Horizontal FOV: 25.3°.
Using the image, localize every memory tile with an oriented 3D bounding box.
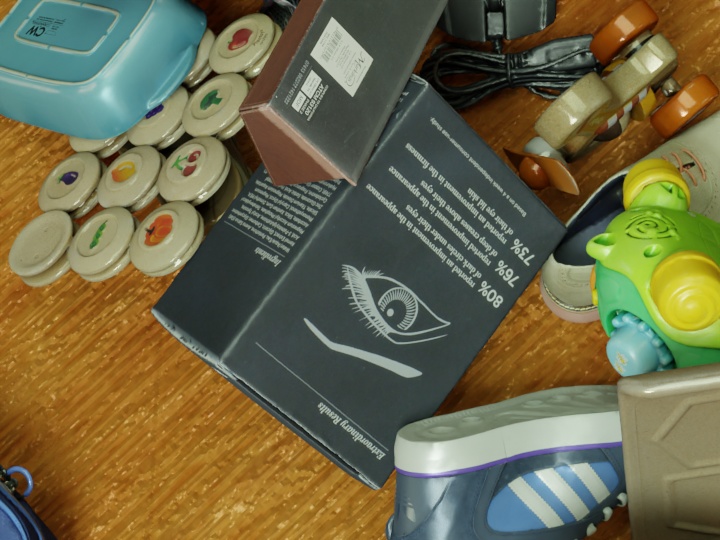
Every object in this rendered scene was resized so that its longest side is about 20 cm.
[{"bbox_3d":[-0.137,-0.079,1.017,0.152,0.017,0.202,-4,54,35],"label":"memory tile"}]

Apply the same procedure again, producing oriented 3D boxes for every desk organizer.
[{"bbox_3d":[-0.007,-0.148,0.908,0.077,0.072,0.201,-2,55,51],"label":"desk organizer"}]

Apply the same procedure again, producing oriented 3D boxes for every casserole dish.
[{"bbox_3d":[-0.188,-0.153,1.079,0.199,0.039,0.122,18,66,45],"label":"casserole dish"}]

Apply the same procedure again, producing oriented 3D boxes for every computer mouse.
[{"bbox_3d":[0.098,-0.213,1.090,0.137,0.053,0.202,-8,68,8],"label":"computer mouse"}]

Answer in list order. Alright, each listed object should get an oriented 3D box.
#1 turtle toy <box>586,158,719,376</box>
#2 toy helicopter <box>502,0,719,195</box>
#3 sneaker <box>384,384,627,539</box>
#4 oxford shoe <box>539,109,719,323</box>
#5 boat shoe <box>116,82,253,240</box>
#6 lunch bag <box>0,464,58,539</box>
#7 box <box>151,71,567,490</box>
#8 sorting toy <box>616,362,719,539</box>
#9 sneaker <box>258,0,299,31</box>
[{"bbox_3d":[0.210,0.033,0.921,0.199,0.146,0.102,27,117,-14],"label":"turtle toy"},{"bbox_3d":[0.135,-0.093,0.966,0.132,0.200,0.079,-41,83,19],"label":"toy helicopter"},{"bbox_3d":[0.111,0.153,0.946,0.198,0.080,0.148,-8,99,-22],"label":"sneaker"},{"bbox_3d":[0.196,-0.045,0.996,0.200,0.074,0.071,-41,68,-7],"label":"oxford shoe"},{"bbox_3d":[-0.116,-0.080,1.071,0.072,0.065,0.200,-39,49,4],"label":"boat shoe"},{"bbox_3d":[-0.266,0.195,0.952,0.135,0.132,0.200,37,80,20],"label":"lunch bag"},{"bbox_3d":[0.000,0.000,0.949,0.201,0.148,0.104,-52,33,-6],"label":"box"},{"bbox_3d":[0.234,0.092,0.871,0.183,0.201,0.037,-9,54,6],"label":"sorting toy"},{"bbox_3d":[-0.033,-0.160,1.081,0.080,0.075,0.202,-22,68,1],"label":"sneaker"}]
